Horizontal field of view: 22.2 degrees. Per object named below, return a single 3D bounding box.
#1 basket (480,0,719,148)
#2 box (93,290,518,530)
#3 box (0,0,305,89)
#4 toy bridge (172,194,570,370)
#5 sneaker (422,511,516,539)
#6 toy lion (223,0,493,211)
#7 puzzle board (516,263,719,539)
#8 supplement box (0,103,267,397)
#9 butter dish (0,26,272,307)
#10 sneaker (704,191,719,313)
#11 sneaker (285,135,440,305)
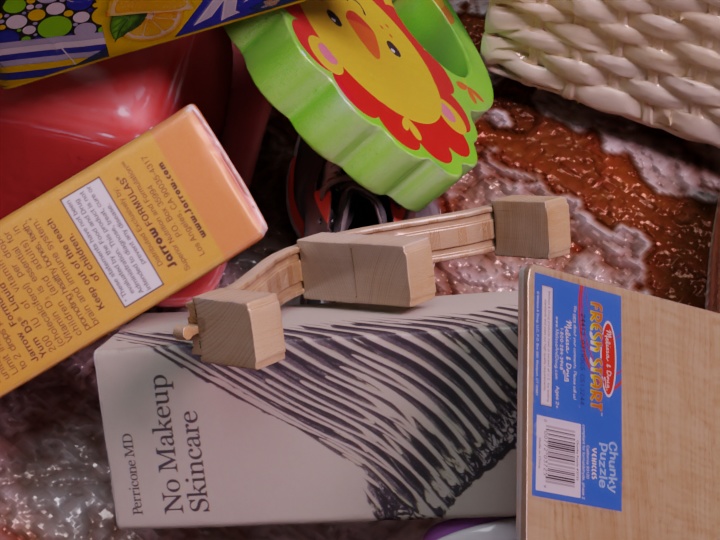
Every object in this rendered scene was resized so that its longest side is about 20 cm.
[{"bbox_3d":[0.167,-0.151,0.927,0.199,0.136,0.124,20,49,13],"label":"basket"},{"bbox_3d":[-0.002,0.056,0.745,0.199,0.083,0.068,-5,11,13],"label":"box"},{"bbox_3d":[-0.066,-0.144,0.747,0.199,0.070,0.065,-16,57,1],"label":"box"},{"bbox_3d":[0.000,0.000,0.744,0.067,0.027,0.199,5,16,44],"label":"toy bridge"},{"bbox_3d":[0.121,0.141,0.752,0.199,0.075,0.100,-5,75,-12],"label":"sneaker"},{"bbox_3d":[0.001,-0.108,0.861,0.200,0.069,0.192,13,43,-55],"label":"toy lion"},{"bbox_3d":[0.111,0.109,0.680,0.150,0.017,0.201,13,70,-36],"label":"puzzle board"},{"bbox_3d":[-0.139,0.008,0.776,0.199,0.067,0.069,-33,94,-2],"label":"supplement box"},{"bbox_3d":[-0.145,-0.104,0.863,0.199,0.148,0.200,10,51,4],"label":"butter dish"},{"bbox_3d":[0.199,0.019,0.836,0.079,0.072,0.201,10,47,6],"label":"sneaker"},{"bbox_3d":[0.005,-0.023,0.851,0.077,0.082,0.201,0,52,-5],"label":"sneaker"}]
